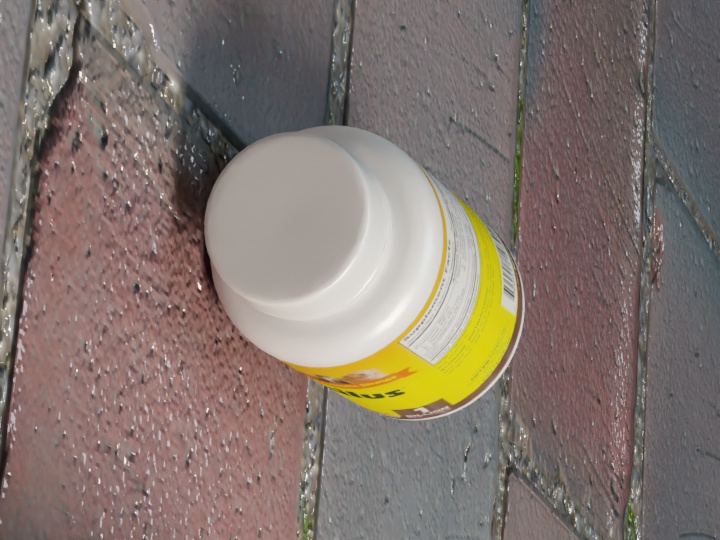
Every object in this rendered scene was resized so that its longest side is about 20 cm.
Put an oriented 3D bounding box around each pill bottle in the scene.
[{"bbox_3d":[0.000,0.000,1.328,0.200,0.108,0.110,35,54,-66],"label":"pill bottle"}]
